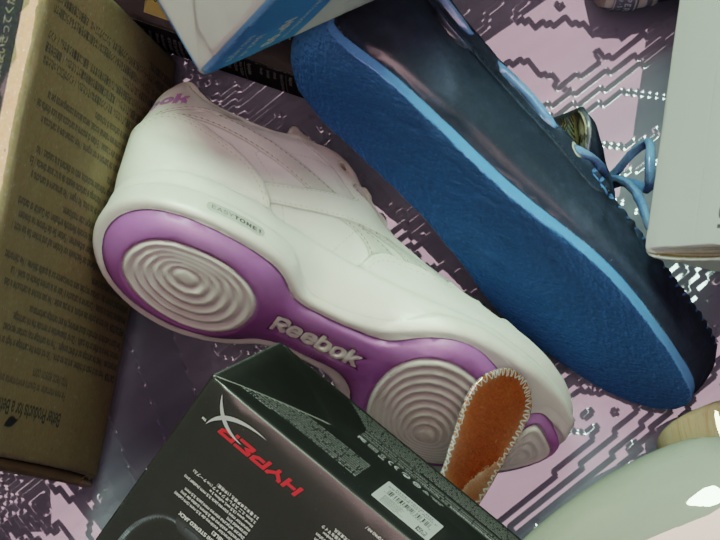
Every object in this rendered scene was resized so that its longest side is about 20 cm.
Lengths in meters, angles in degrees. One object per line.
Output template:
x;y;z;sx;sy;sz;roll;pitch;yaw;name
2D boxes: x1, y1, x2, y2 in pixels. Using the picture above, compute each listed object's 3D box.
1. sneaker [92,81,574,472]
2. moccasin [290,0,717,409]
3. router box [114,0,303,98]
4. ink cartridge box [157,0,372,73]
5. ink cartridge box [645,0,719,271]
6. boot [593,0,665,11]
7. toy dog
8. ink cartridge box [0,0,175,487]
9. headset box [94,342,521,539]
0.000;0.000;1.021;0.199;0.100;0.075;33;130;-23;sneaker
0.065;-0.036;1.018;0.200;0.080;0.068;48;57;-20;moccasin
-0.046;-0.179;1.059;0.156;0.052;0.201;19;85;2;router box
0.006;-0.160;0.972;0.199;0.067;0.116;-26;82;-33;ink cartridge box
0.210;-0.060;0.994;0.199;0.083;0.146;10;85;-23;ink cartridge box
0.115;-0.201;1.057;0.090;0.073;0.202;-10;93;-7;boot
0.084;0.092;0.979;0.199;0.097;0.132;-26;67;-25;toy dog
-0.129;-0.018;0.972;0.075;0.200;0.166;11;84;8;ink cartridge box
-0.037;0.150;0.928;0.148;0.075;0.200;38;105;9;headset box
